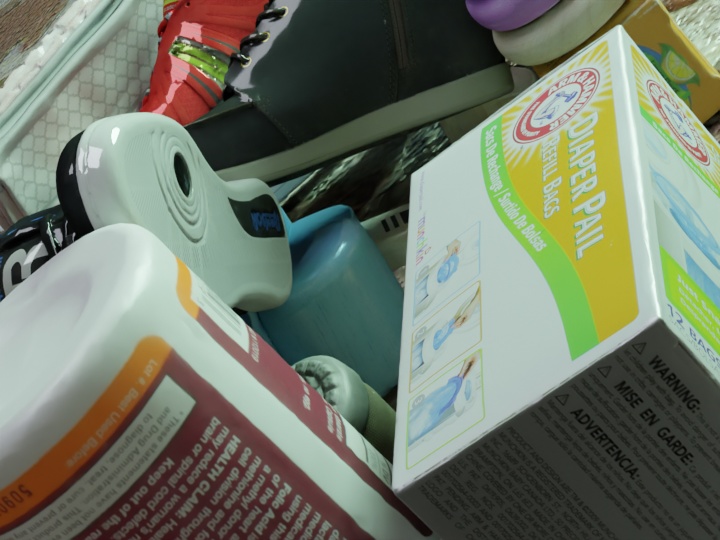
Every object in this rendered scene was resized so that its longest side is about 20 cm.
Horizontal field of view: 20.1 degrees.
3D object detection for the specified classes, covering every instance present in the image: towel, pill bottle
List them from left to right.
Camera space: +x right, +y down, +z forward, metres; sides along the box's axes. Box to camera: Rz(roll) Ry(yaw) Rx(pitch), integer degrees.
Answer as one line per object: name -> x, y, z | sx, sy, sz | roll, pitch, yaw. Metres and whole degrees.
towel -> -0.115, -0.072, 1.119 | 0.032, 0.191, 0.200 | 19, 63, 36
pill bottle -> -0.045, 0.090, 0.682 | 0.114, 0.200, 0.114 | -37, 23, 19

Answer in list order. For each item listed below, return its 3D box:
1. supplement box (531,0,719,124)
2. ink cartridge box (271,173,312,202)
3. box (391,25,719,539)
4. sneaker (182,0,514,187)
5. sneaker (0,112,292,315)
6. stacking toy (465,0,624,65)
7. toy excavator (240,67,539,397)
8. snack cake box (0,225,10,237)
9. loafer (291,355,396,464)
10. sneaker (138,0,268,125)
supplement box -> 0.106, -0.114, 0.948 | 0.069, 0.067, 0.200 | -42, 22, 8
ink cartridge box -> -0.020, -0.082, 1.064 | 0.198, 0.043, 0.200 | -42, 2, 6
box -> 0.085, 0.023, 0.688 | 0.101, 0.113, 0.200 | -35, 23, 22
sneaker -> -0.040, -0.095, 0.905 | 0.199, 0.107, 0.075 | -21, 1, -11
sneaker -> -0.103, -0.004, 0.782 | 0.111, 0.074, 0.200 | -13, -11, 12
stacking toy -> 0.030, -0.179, 0.842 | 0.085, 0.200, 0.086 | -39, 24, 21
toy excavator -> 0.000, 0.000, 0.929 | 0.199, 0.100, 0.195 | -21, 28, 18
snack cake box -> -0.214, -0.022, 1.152 | 0.200, 0.114, 0.068 | -17, -53, -58
loafer -> -0.041, 0.125, 0.804 | 0.200, 0.069, 0.075 | -51, 34, 23
sneaker -> -0.084, -0.111, 1.067 | 0.200, 0.085, 0.077 | -43, 1, -10
